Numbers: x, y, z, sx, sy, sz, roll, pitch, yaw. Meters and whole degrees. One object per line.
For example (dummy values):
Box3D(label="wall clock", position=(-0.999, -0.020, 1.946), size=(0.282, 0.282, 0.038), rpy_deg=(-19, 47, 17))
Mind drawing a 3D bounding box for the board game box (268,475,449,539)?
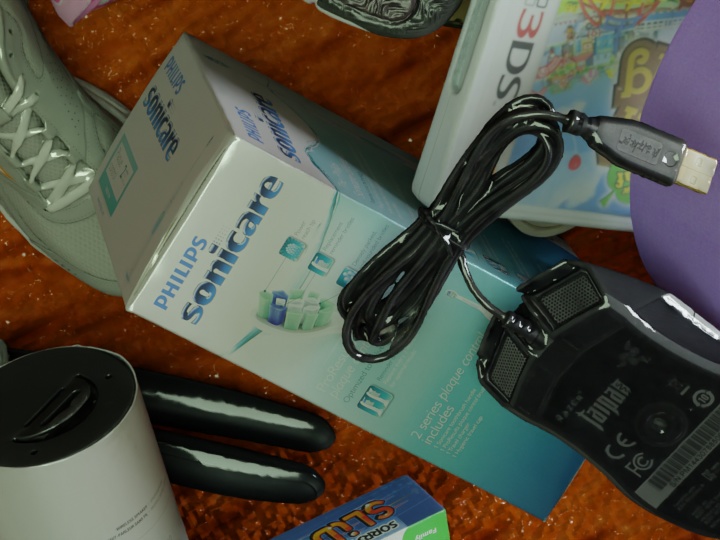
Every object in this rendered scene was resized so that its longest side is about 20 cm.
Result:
Box3D(label="board game box", position=(-0.048, 0.186, 1.248), size=(0.200, 0.034, 0.135), rpy_deg=(-24, 126, -22))

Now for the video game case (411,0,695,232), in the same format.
Box3D(label="video game case", position=(0.133, -0.100, 1.170), size=(0.200, 0.022, 0.182), rpy_deg=(5, 113, -31))

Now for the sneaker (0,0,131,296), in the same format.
Box3D(label="sneaker", position=(-0.150, -0.068, 1.246), size=(0.076, 0.092, 0.200), rpy_deg=(-34, 97, 11))

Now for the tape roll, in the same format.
Box3D(label="tape roll", position=(0.203, -0.054, 1.172), size=(0.066, 0.200, 0.200), rpy_deg=(36, 107, 42))

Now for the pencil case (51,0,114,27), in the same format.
Box3D(label="pencil case", position=(-0.157, -0.197, 1.224), size=(0.087, 0.087, 0.200), rpy_deg=(-43, 93, 11))

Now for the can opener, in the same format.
Box3D(label="can opener", position=(-0.110, 0.066, 1.295), size=(0.200, 0.079, 0.063), rpy_deg=(4, 63, 1))

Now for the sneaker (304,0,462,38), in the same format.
Box3D(label="sneaker", position=(-0.027, -0.167, 1.178), size=(0.200, 0.116, 0.076), rpy_deg=(44, 97, 8))

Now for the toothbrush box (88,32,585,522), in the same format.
Box3D(label="toothbrush box", position=(0.000, 0.000, 1.194), size=(0.200, 0.146, 0.085), rpy_deg=(29, 103, -21))

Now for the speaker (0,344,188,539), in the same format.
Box3D(label="speaker", position=(-0.109, 0.131, 1.252), size=(0.081, 0.081, 0.200), rpy_deg=(-10, 126, 7))

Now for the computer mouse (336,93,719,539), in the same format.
Box3D(label="computer mouse", position=(0.104, 0.011, 1.110), size=(0.200, 0.046, 0.140), rpy_deg=(28, 118, -13))

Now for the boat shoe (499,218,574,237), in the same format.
Box3D(label="boat shoe", position=(0.132, -0.083, 1.232), size=(0.200, 0.057, 0.067), rpy_deg=(-28, 123, -10))

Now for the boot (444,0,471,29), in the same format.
Box3D(label="boot", position=(0.053, -0.200, 1.218), size=(0.175, 0.066, 0.200), rpy_deg=(13, 93, 19))
